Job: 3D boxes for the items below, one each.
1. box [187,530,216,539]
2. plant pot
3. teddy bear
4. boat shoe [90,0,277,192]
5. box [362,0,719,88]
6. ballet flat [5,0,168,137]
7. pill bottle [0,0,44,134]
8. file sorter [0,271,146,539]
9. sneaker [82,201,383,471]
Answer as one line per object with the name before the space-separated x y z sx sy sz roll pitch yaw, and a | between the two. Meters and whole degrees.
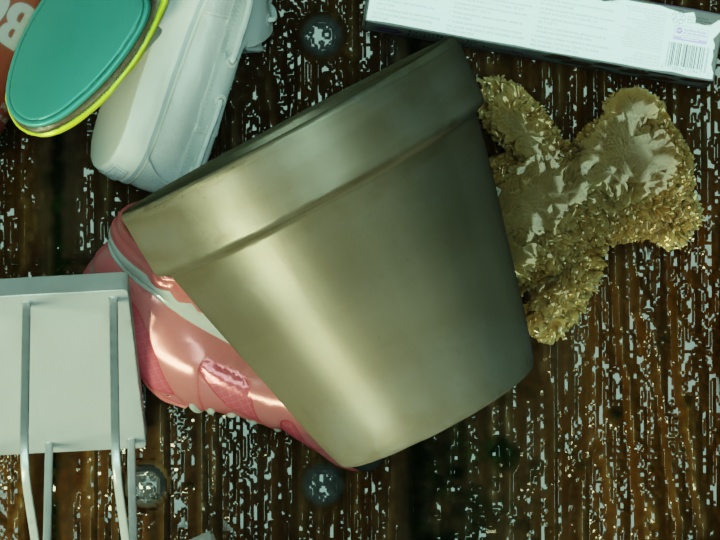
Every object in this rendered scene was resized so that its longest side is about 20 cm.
box | -0.087 0.254 1.581 0.112 0.102 0.201 -22 126 -2
plant pot | 0.000 0.000 1.567 0.199 0.200 0.174 -27 96 -2
teddy bear | 0.089 -0.030 1.666 0.200 0.067 0.145 -40 80 5
boat shoe | -0.083 -0.137 1.660 0.068 0.072 0.201 23 78 -26
box | 0.101 -0.138 1.674 0.199 0.039 0.042 9 87 -1
ballet flat | -0.120 -0.157 1.601 0.067 0.067 0.201 27 91 20
pill bottle | -0.226 -0.132 1.631 0.112 0.112 0.201 29 88 0
file sorter | -0.217 0.096 1.589 0.199 0.139 0.125 -3 50 -1
sneaker | -0.072 0.049 1.662 0.200 0.074 0.087 40 120 -8
